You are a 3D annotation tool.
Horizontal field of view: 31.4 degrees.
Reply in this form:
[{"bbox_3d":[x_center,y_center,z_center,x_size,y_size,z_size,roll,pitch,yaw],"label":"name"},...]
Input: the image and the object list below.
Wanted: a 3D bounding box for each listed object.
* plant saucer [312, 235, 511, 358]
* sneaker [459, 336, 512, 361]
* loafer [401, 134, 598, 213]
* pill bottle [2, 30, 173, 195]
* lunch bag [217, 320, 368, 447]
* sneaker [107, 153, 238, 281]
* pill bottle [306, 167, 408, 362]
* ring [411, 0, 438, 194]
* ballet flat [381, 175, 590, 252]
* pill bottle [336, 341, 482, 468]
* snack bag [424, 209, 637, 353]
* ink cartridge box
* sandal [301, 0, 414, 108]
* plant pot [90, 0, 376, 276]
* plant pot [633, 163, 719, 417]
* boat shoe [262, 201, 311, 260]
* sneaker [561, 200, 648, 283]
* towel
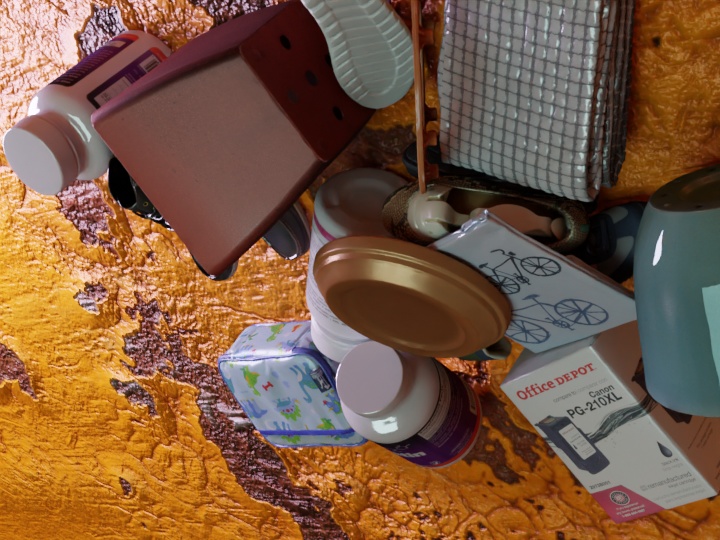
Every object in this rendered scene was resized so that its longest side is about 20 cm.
[{"bbox_3d":[0.045,0.033,1.232,0.199,0.038,0.200,17,157,7],"label":"plant saucer"},{"bbox_3d":[0.118,0.015,1.324,0.089,0.067,0.201,11,132,22],"label":"sneaker"},{"bbox_3d":[0.131,-0.086,1.217,0.199,0.072,0.063,7,133,32],"label":"loafer"},{"bbox_3d":[-0.287,-0.168,1.385,0.111,0.200,0.112,22,136,23],"label":"pill bottle"},{"bbox_3d":[-0.069,0.145,1.576,0.199,0.083,0.161,-6,123,43],"label":"lunch bag"},{"bbox_3d":[-0.205,-0.060,1.376,0.074,0.106,0.201,7,125,42],"label":"sneaker"},{"bbox_3d":[0.000,0.000,1.363,0.113,0.113,0.201,27,137,18],"label":"pill bottle"},{"bbox_3d":[0.058,-0.168,1.123,0.019,0.201,0.201,-2,129,5],"label":"ring"},{"bbox_3d":[0.106,-0.050,1.160,0.199,0.075,0.068,6,94,17],"label":"ballet flat"},{"bbox_3d":[0.050,0.142,1.384,0.112,0.113,0.200,13,167,31],"label":"pill bottle"},{"bbox_3d":[0.142,0.014,1.190,0.199,0.022,0.188,27,155,-19],"label":"snack bag"},{"bbox_3d":[0.261,0.144,1.297,0.200,0.084,0.145,49,140,-7],"label":"ink cartridge box"},{"bbox_3d":[-0.001,-0.235,1.193,0.082,0.050,0.203,-19,139,10],"label":"sandal"},{"bbox_3d":[-0.105,-0.151,1.268,0.176,0.200,0.200,-28,105,39],"label":"plant pot"},{"bbox_3d":[0.316,0.002,1.051,0.200,0.200,0.162,-3,111,41],"label":"plant pot"},{"bbox_3d":[-0.138,-0.084,1.435,0.200,0.073,0.074,48,140,-6],"label":"boat shoe"},{"bbox_3d":[0.192,-0.012,1.205,0.200,0.082,0.071,-33,57,48],"label":"sneaker"},{"bbox_3d":[0.150,-0.174,1.100,0.165,0.085,0.201,22,126,35],"label":"towel"}]
